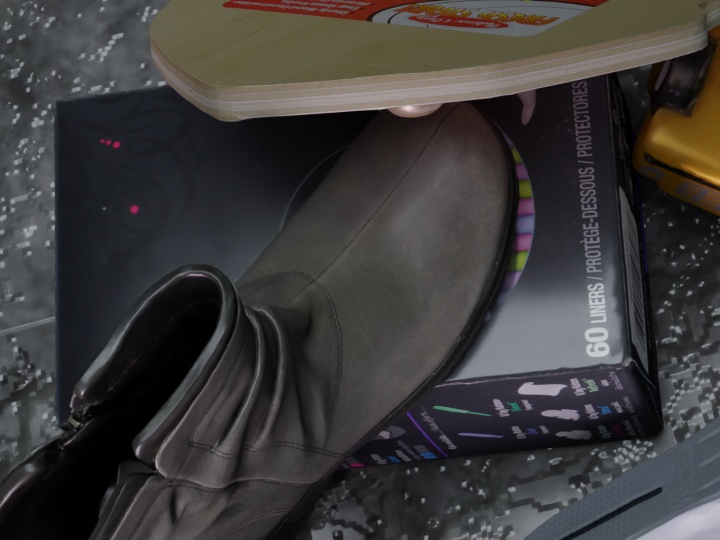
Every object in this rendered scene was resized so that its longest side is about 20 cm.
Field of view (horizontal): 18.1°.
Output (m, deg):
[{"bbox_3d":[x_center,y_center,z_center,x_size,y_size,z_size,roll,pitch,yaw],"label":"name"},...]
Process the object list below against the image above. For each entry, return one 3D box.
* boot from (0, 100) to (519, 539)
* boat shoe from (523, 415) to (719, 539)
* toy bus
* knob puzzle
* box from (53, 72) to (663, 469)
[{"bbox_3d":[-0.025,0.021,0.677,0.068,0.131,0.201,32,86,18],"label":"boot"},{"bbox_3d":[0.139,0.081,0.747,0.199,0.072,0.062,-30,111,27],"label":"boat shoe"},{"bbox_3d":[0.154,-0.113,0.806,0.065,0.078,0.201,22,77,-2],"label":"toy bus"},{"bbox_3d":[0.022,-0.073,0.716,0.218,0.220,0.031,-1,111,13],"label":"knob puzzle"},{"bbox_3d":[0.000,0.000,0.803,0.199,0.106,0.123,-7,71,12],"label":"box"}]
